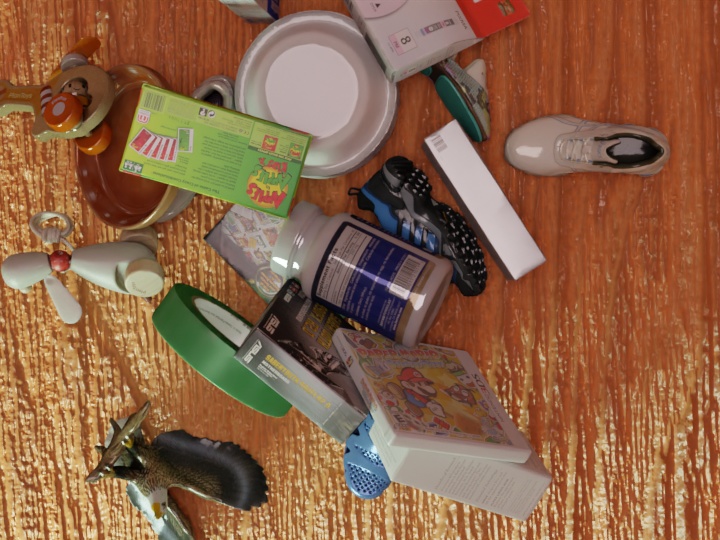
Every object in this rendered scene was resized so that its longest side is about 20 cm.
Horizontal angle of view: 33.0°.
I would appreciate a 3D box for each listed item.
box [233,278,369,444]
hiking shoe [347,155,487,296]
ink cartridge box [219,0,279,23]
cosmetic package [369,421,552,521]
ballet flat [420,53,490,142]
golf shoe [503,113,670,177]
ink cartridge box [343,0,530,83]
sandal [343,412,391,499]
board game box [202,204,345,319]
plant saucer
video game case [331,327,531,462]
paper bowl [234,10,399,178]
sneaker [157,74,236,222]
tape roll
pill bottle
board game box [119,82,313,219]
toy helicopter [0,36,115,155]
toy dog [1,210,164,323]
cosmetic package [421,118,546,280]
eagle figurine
[{"bbox_3d":[-0.053,0.099,1.419,0.158,0.200,0.048,39,108,-3],"label":"box"},{"bbox_3d":[0.077,-0.045,1.498,0.087,0.074,0.200,-36,93,32],"label":"hiking shoe"},{"bbox_3d":[-0.131,-0.350,1.424,0.044,0.200,0.095,2,93,5],"label":"ink cartridge box"},{"bbox_3d":[0.118,0.219,1.437,0.199,0.102,0.074,20,109,-24],"label":"cosmetic package"},{"bbox_3d":[0.106,-0.250,1.483,0.071,0.069,0.200,-42,88,-14],"label":"ballet flat"},{"bbox_3d":[0.270,-0.150,1.453,0.199,0.097,0.079,-1,95,6],"label":"golf shoe"},{"bbox_3d":[0.084,-0.336,1.443,0.199,0.057,0.163,-28,81,-7],"label":"ink cartridge box"},{"bbox_3d":[0.029,0.188,1.496,0.079,0.087,0.201,18,96,2],"label":"sandal"},{"bbox_3d":[-0.092,-0.007,1.527,0.105,0.023,0.200,-45,89,4],"label":"board game box"},{"bbox_3d":[-0.278,-0.150,1.487,0.200,0.032,0.202,1,92,40],"label":"plant saucer"},{"bbox_3d":[0.081,0.143,1.404,0.199,0.182,0.023,12,120,-33],"label":"video game case"},{"bbox_3d":[-0.054,-0.213,1.474,0.199,0.104,0.202,0,93,6],"label":"paper bowl"},{"bbox_3d":[-0.216,-0.152,1.491,0.075,0.100,0.201,27,96,-6],"label":"sneaker"},{"bbox_3d":[-0.155,0.094,1.448,0.200,0.200,0.048,38,94,2],"label":"tape roll"},{"bbox_3d":[0.000,0.000,1.447,0.199,0.116,0.116,26,95,12],"label":"pill bottle"},{"bbox_3d":[-0.165,-0.137,1.393,0.199,0.048,0.102,16,98,-9],"label":"board game box"},{"bbox_3d":[-0.385,-0.221,1.503,0.199,0.079,0.133,6,72,29],"label":"toy helicopter"},{"bbox_3d":[-0.333,0.008,1.516,0.199,0.132,0.097,8,132,9],"label":"toy dog"},{"bbox_3d":[0.148,-0.084,1.473,0.051,0.083,0.201,-33,90,-2],"label":"cosmetic package"},{"bbox_3d":[-0.238,0.270,1.518,0.200,0.151,0.151,35,140,-26],"label":"eagle figurine"}]
